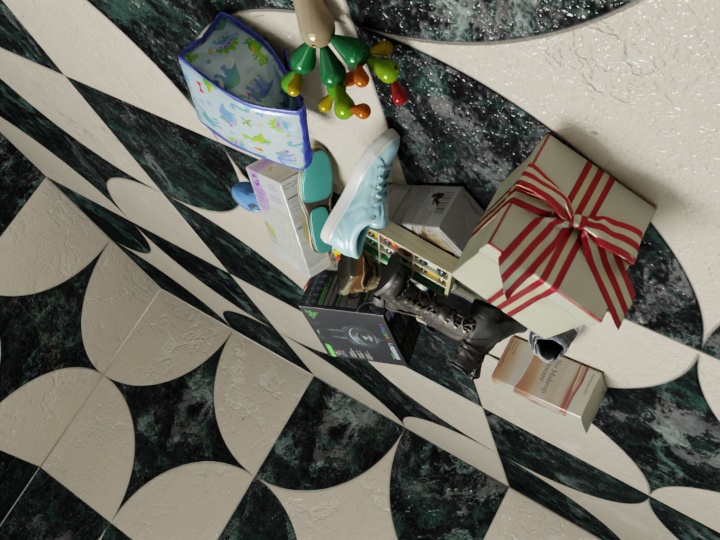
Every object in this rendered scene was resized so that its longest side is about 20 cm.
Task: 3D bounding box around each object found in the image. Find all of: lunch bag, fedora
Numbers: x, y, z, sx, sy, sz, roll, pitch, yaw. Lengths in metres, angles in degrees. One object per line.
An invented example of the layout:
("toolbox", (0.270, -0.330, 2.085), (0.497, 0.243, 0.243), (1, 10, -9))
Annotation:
("lunch bag", (-0.152, -0.250, 1.156), (0.199, 0.128, 0.171), (39, 165, 13))
("fedora", (0.192, 0.098, 1.543), (0.198, 0.093, 0.201), (30, 164, 10))

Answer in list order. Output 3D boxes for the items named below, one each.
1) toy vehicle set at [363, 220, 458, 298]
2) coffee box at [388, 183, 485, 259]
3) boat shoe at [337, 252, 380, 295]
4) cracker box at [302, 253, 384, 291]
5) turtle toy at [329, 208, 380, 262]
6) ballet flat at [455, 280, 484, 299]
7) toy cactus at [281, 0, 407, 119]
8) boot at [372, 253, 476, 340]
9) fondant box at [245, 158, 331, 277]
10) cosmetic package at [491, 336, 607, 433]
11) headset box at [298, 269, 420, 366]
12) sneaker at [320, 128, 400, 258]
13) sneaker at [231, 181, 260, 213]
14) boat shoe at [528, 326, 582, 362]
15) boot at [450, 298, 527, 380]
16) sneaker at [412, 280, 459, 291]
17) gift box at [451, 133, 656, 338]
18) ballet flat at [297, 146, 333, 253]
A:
("toy vehicle set", (0.063, -0.032, 1.250), (0.197, 0.027, 0.125), (30, 164, 13))
("coffee box", (0.108, -0.071, 1.247), (0.113, 0.081, 0.198), (42, 162, -31))
("boat shoe", (0.000, 0.000, 1.341), (0.072, 0.078, 0.200), (1, 175, -5))
("cracker box", (-0.006, 0.037, 1.675), (0.198, 0.135, 0.058), (34, 164, -3))
("turtle toy", (-0.002, -0.058, 1.457), (0.144, 0.102, 0.200), (34, 164, -5))
("ballet flat", (0.245, 0.028, 1.325), (0.197, 0.076, 0.064), (30, 133, -2))
("toy cactus", (-0.032, -0.270, 0.978), (0.198, 0.102, 0.167), (18, 140, 48))
("boot", (0.109, 0.052, 1.266), (0.171, 0.070, 0.200), (26, 168, 5))
("fondant box", (-0.136, -0.104, 1.491), (0.143, 0.058, 0.204), (29, 141, 52))
("cosmetic package", (0.370, 0.222, 1.545), (0.197, 0.105, 0.088), (21, 161, 33))
("headset box", (-0.005, 0.090, 1.526), (0.196, 0.094, 0.176), (6, 144, 27))
("sneaker", (0.020, -0.108, 1.158), (0.081, 0.202, 0.074), (35, -154, 10))
("sneaker", (-0.189, -0.152, 1.628), (0.197, 0.066, 0.079), (26, 151, 23))
("boat shoe", (0.338, 0.131, 1.405), (0.071, 0.069, 0.200), (32, 164, 2))
("boot", (0.227, 0.128, 1.409), (0.069, 0.134, 0.198), (26, -173, 39))
("sneaker", (0.116, -0.014, 1.438), (0.086, 0.077, 0.198), (50, 151, -20))
("gift box", (0.233, -0.021, 0.959), (0.182, 0.203, 0.187), (28, 163, -3))
("ballet flat", (-0.082, -0.128, 1.384), (0.070, 0.070, 0.204), (20, 128, 36))
